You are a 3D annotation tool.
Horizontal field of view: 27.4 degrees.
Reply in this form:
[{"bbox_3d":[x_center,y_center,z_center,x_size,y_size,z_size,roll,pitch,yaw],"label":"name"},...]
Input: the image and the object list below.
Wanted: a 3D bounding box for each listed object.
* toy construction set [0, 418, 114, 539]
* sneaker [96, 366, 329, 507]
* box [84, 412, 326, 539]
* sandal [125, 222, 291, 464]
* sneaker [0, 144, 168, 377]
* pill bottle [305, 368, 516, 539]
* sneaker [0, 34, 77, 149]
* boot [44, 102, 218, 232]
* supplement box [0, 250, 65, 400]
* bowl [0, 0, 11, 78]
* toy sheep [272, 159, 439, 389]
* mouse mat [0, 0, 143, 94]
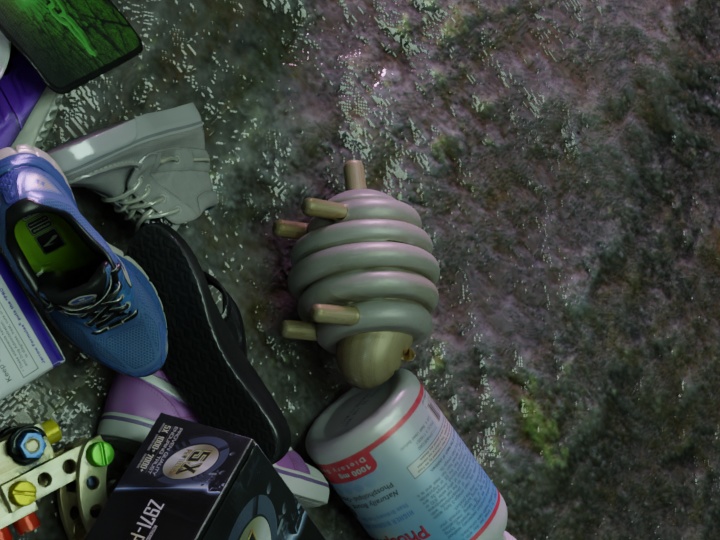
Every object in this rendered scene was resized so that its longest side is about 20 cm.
[{"bbox_3d":[-0.238,0.181,1.039,0.200,0.092,0.131,-29,99,-46],"label":"toy construction set"},{"bbox_3d":[-0.098,0.111,1.156,0.200,0.073,0.114,28,63,-28],"label":"sneaker"},{"bbox_3d":[-0.110,0.229,1.063,0.164,0.086,0.200,-60,145,-27],"label":"box"},{"bbox_3d":[-0.113,0.056,1.102,0.048,0.075,0.201,-30,92,-56],"label":"sandal"},{"bbox_3d":[-0.195,0.011,1.013,0.079,0.089,0.200,-33,127,1],"label":"sneaker"},{"bbox_3d":[0.052,0.188,1.223,0.109,0.109,0.200,-45,106,-32],"label":"pill bottle"},{"bbox_3d":[-0.277,-0.114,1.074,0.099,0.070,0.200,24,60,-12],"label":"sneaker"},{"bbox_3d":[-0.164,-0.065,1.106,0.200,0.073,0.096,-32,105,-63],"label":"boot"},{"bbox_3d":[-0.320,0.074,0.988,0.200,0.101,0.103,-36,102,-34],"label":"supplement box"},{"bbox_3d":[-0.348,-0.170,1.003,0.201,0.090,0.201,29,44,-32],"label":"bowl"},{"bbox_3d":[0.000,0.000,1.212,0.138,0.138,0.200,9,70,-34],"label":"toy sheep"},{"bbox_3d":[-0.251,-0.224,1.086,0.200,0.008,0.161,50,26,-7],"label":"mouse mat"}]
